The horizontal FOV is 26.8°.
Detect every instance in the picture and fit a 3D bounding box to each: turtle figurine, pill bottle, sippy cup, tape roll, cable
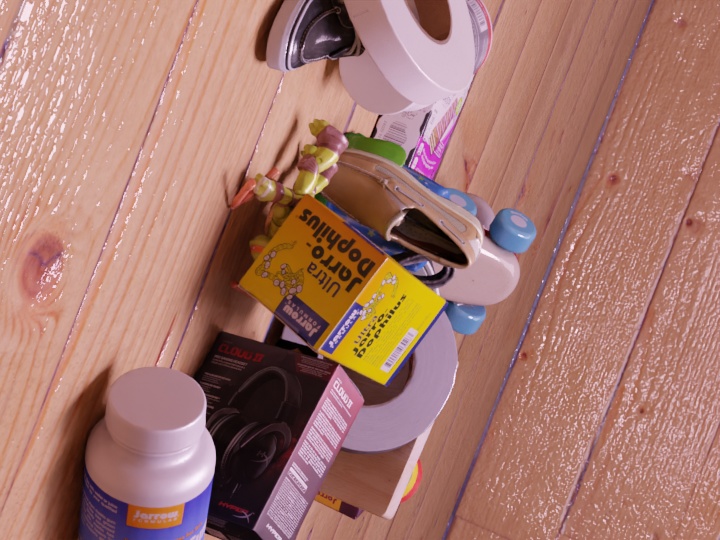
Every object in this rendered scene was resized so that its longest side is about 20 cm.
[{"bbox_3d":[-0.066,-0.066,1.454,0.201,0.064,0.162,88,27,-58],"label":"turtle figurine"},{"bbox_3d":[-0.182,0.186,1.291,0.112,0.111,0.202,-50,157,-51],"label":"pill bottle"},{"bbox_3d":[0.024,-0.065,1.657,0.141,0.129,0.178,-68,166,2],"label":"sippy cup"},{"bbox_3d":[0.007,0.101,1.677,0.066,0.198,0.202,103,11,-81],"label":"tape roll"},{"bbox_3d":[0.056,-0.231,1.566,0.200,0.115,0.117,-40,149,-61],"label":"pill bottle"},{"bbox_3d":[0.000,0.000,1.584,0.050,0.198,0.098,-97,-154,-68],"label":"cable"},{"bbox_3d":[0.043,-0.254,1.400,0.203,0.037,0.205,40,40,-45],"label":"tape roll"}]

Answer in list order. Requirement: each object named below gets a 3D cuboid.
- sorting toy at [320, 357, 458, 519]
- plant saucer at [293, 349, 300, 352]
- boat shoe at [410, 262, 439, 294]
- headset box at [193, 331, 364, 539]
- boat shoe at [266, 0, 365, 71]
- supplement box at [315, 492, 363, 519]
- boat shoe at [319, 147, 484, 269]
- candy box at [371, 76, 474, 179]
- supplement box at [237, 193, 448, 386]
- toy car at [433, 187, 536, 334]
[{"bbox_3d":[0.008,0.177,1.786,0.070,0.198,0.201,38,73,-50],"label":"sorting toy"},{"bbox_3d":[-0.100,0.172,1.572,0.200,0.035,0.202,-47,-146,46],"label":"plant saucer"},{"bbox_3d":[0.053,-0.019,1.769,0.060,0.075,0.202,-30,102,-62],"label":"boat shoe"},{"bbox_3d":[-0.101,0.157,1.453,0.201,0.147,0.077,-62,146,-22],"label":"headset box"},{"bbox_3d":[-0.019,-0.228,1.375,0.200,0.070,0.073,-48,156,-53],"label":"boat shoe"},{"bbox_3d":[-0.014,0.201,1.947,0.086,0.109,0.202,-38,147,-62],"label":"supplement box"},{"bbox_3d":[0.034,-0.062,1.544,0.076,0.198,0.072,-65,178,-61],"label":"boat shoe"},{"bbox_3d":[0.081,-0.206,1.803,0.136,0.060,0.202,25,87,-75],"label":"candy box"},{"bbox_3d":[-0.012,0.023,1.453,0.110,0.109,0.200,-53,157,2],"label":"supplement box"},{"bbox_3d":[0.129,-0.053,2.109,0.201,0.175,0.185,-97,-151,-53],"label":"toy car"}]
